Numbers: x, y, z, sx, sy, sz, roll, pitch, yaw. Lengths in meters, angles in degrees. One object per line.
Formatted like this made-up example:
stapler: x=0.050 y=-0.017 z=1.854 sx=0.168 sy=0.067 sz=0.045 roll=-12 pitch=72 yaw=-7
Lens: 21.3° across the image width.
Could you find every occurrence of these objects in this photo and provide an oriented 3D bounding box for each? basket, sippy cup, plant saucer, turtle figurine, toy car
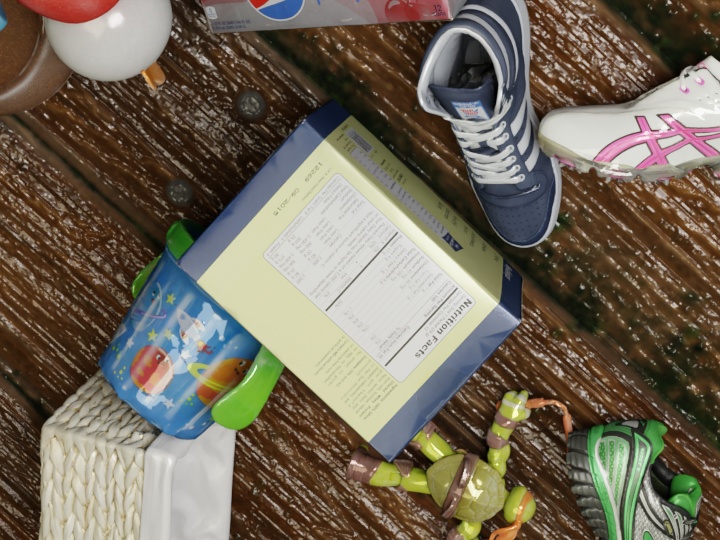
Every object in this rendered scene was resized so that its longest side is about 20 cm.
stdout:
basket: x=-0.184 y=0.194 z=1.564 sx=0.123 sy=0.136 sz=0.201 roll=12 pitch=115 yaw=16
sippy cup: x=-0.124 y=0.052 z=1.456 sx=0.139 sy=0.178 sz=0.130 roll=40 pitch=97 yaw=-2
plant saucer: x=-0.308 y=-0.212 z=1.489 sx=0.199 sy=0.035 sz=0.202 roll=7 pitch=113 yaw=16
turtle figurine: x=0.071 y=0.170 z=1.506 sx=0.160 sy=0.064 sz=0.201 roll=23 pitch=118 yaw=8
toy car: x=-0.201 y=-0.214 z=1.403 sx=0.184 sy=0.177 sz=0.200 roll=-31 pitch=139 yaw=1

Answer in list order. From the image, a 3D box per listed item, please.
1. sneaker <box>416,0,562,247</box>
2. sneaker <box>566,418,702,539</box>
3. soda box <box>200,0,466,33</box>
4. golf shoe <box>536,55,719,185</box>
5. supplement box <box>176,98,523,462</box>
sneaker: x=0.091 y=-0.097 z=1.359 sx=0.070 sy=0.109 sz=0.201 roll=-4 pitch=111 yaw=21
sneaker: x=0.227 y=0.206 z=1.462 sx=0.085 sy=0.078 sz=0.201 roll=-18 pitch=107 yaw=20
soda box: x=-0.019 y=-0.215 z=1.349 sx=0.199 sy=0.063 sz=0.070 roll=1 pitch=124 yaw=28
golf shoe: x=0.223 y=-0.106 z=1.334 sx=0.198 sy=0.073 sz=0.093 roll=3 pitch=107 yaw=5
supplement box: x=0.000 y=0.000 z=1.366 sx=0.200 sy=0.200 sz=0.134 roll=43 pitch=100 yaw=-2
